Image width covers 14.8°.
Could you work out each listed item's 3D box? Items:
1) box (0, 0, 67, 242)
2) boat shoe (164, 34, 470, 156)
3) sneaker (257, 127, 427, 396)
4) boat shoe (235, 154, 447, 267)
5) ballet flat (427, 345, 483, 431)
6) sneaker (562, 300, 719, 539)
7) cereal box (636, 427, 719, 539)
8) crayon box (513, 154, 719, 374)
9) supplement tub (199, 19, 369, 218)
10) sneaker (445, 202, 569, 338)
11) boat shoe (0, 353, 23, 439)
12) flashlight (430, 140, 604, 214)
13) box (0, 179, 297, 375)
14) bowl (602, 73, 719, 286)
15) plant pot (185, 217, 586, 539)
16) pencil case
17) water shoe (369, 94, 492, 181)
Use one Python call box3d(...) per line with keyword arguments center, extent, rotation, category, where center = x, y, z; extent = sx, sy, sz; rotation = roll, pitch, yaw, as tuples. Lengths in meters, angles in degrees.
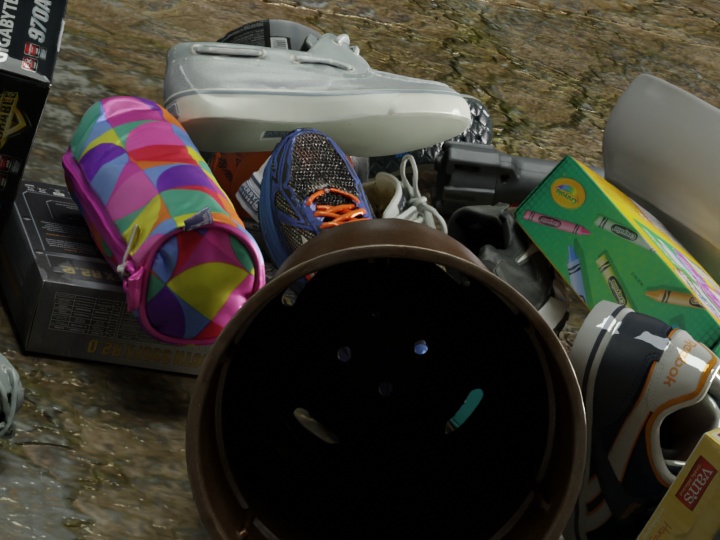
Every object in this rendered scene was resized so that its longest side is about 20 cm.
box3d(center=(-0.212, -0.096, 1.614), extent=(0.046, 0.201, 0.160), rotation=(15, 45, -10), category="box")
box3d(center=(-0.027, -0.117, 1.748), extent=(0.199, 0.072, 0.070), rotation=(0, -20, -19), category="boat shoe")
box3d(center=(0.000, 0.000, 1.625), extent=(0.075, 0.078, 0.201), rotation=(-9, 65, -30), category="sneaker")
box3d(center=(0.013, -0.032, 1.753), extent=(0.202, 0.086, 0.075), rotation=(34, 11, -40), category="boat shoe")
box3d(center=(0.098, 0.090, 1.639), extent=(0.069, 0.070, 0.200), rotation=(7, 24, -23), category="ballet flat")
box3d(center=(0.153, 0.102, 1.473), extent=(0.079, 0.201, 0.079), rotation=(20, 58, 20), category="sneaker")
box3d(center=(0.209, 0.132, 1.472), extent=(0.039, 0.144, 0.199), rotation=(41, 29, 25), category="cereal box")
box3d(center=(0.193, 0.023, 1.770), extent=(0.119, 0.058, 0.200), rotation=(32, 15, -44), category="crayon box")
box3d(center=(-0.057, -0.088, 1.891), extent=(0.122, 0.123, 0.200), rotation=(13, 21, -9), category="supplement tub")
box3d(center=(0.096, -0.015, 1.853), extent=(0.091, 0.066, 0.200), rotation=(50, 16, -15), category="sneaker")
box3d(center=(-0.212, 0.058, 1.460), extent=(0.071, 0.071, 0.201), rotation=(8, 18, -11), category="boat shoe")
box3d(center=(0.153, -0.054, 2.056), extent=(0.199, 0.068, 0.068), rotation=(7, 13, -9), category="flashlight")
box3d(center=(-0.118, 0.009, 1.696), extent=(0.199, 0.049, 0.159), rotation=(9, 22, -21), category="box")
box3d(center=(0.247, -0.024, 1.915), extent=(0.075, 0.200, 0.200), rotation=(-40, 47, -14), category="bowl")
box3d(center=(0.012, 0.066, 1.461), extent=(0.199, 0.202, 0.198), rotation=(15, 11, -3), category="plant pot")
box3d(center=(-0.118, -0.031, 1.612), extent=(0.088, 0.089, 0.200), rotation=(7, 21, -22), category="pencil case")
box3d(center=(0.004, -0.097, 2.075), extent=(0.199, 0.072, 0.079), rotation=(1, -3, -32), category="water shoe")
